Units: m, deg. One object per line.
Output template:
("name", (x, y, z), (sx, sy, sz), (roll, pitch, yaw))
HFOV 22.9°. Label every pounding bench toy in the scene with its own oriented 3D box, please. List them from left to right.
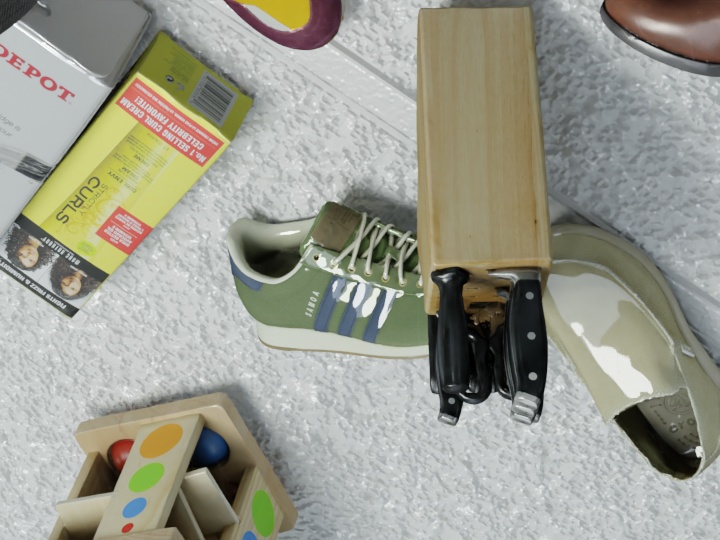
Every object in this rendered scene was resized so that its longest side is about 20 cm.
("pounding bench toy", (-0.118, 0.208, 1.237), (0.124, 0.156, 0.200), (-13, 124, 24))

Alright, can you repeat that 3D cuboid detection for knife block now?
("knife block", (0.067, -0.024, 0.945), (0.064, 0.176, 0.201), (-1, 113, -3))

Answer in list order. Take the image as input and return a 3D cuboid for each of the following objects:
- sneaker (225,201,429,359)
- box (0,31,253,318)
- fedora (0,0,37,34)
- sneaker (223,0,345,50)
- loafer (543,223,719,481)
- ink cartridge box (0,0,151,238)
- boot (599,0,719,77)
("sneaker", (0.000, 0.000, 1.077), (0.199, 0.067, 0.090), (-2, 128, 35))
("box", (-0.152, -0.055, 1.102), (0.075, 0.050, 0.200), (37, 128, -14))
("fedora", (-0.211, -0.224, 0.905), (0.090, 0.177, 0.201), (23, 131, 11))
("sneaker", (-0.080, -0.186, 0.946), (0.075, 0.090, 0.200), (-20, 120, 29))
("loafer", (0.166, 0.053, 1.086), (0.076, 0.068, 0.200), (-30, 115, 34))
("ink cartridge box", (-0.238, -0.112, 1.058), (0.144, 0.084, 0.200), (35, 130, -14))
("boot", (0.218, -0.192, 0.875), (0.187, 0.069, 0.201), (12, 127, 17))
